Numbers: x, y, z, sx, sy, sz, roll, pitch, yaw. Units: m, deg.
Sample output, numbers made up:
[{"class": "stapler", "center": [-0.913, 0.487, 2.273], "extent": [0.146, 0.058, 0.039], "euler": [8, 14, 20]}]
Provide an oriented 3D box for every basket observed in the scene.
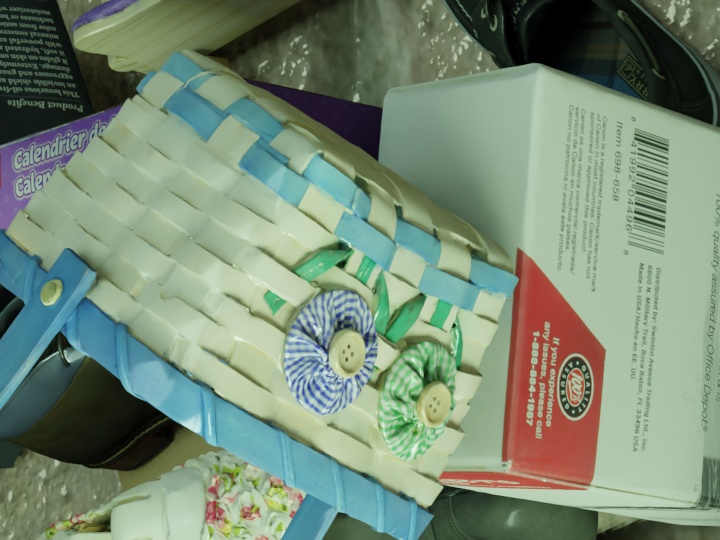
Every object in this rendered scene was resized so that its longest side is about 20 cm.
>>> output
[{"class": "basket", "center": [-0.055, 0.044, 0.783], "extent": [0.139, 0.176, 0.201], "euler": [40, 98, 41]}]

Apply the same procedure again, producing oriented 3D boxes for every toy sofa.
[{"class": "toy sofa", "center": [-0.054, -0.170, 1.166], "extent": [0.199, 0.097, 0.083], "euler": [-25, 63, 38]}]

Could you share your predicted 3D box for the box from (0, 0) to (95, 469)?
[{"class": "box", "center": [-0.226, -0.027, 1.249], "extent": [0.200, 0.123, 0.199], "euler": [-54, 46, 41]}]

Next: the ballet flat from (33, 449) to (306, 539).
[{"class": "ballet flat", "center": [-0.095, 0.126, 1.059], "extent": [0.200, 0.064, 0.076], "euler": [-34, 52, 48]}]

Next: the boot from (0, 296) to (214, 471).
[{"class": "boot", "center": [-0.113, 0.032, 1.121], "extent": [0.200, 0.096, 0.075], "euler": [-49, 49, 36]}]

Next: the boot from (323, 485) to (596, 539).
[{"class": "boot", "center": [0.022, 0.155, 0.999], "extent": [0.199, 0.068, 0.131], "euler": [-30, 42, 33]}]

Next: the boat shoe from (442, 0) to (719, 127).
[{"class": "boat shoe", "center": [0.088, -0.110, 1.043], "extent": [0.200, 0.056, 0.069], "euler": [44, 110, 41]}]

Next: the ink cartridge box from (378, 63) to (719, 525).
[{"class": "ink cartridge box", "center": [0.099, 0.017, 0.902], "extent": [0.083, 0.199, 0.145], "euler": [-4, 76, 46]}]

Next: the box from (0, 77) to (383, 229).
[{"class": "box", "center": [-0.035, -0.032, 0.944], "extent": [0.136, 0.199, 0.039], "euler": [-15, 75, 39]}]

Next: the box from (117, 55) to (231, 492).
[{"class": "box", "center": [-0.087, 0.018, 1.189], "extent": [0.164, 0.021, 0.201], "euler": [-46, 51, 35]}]
